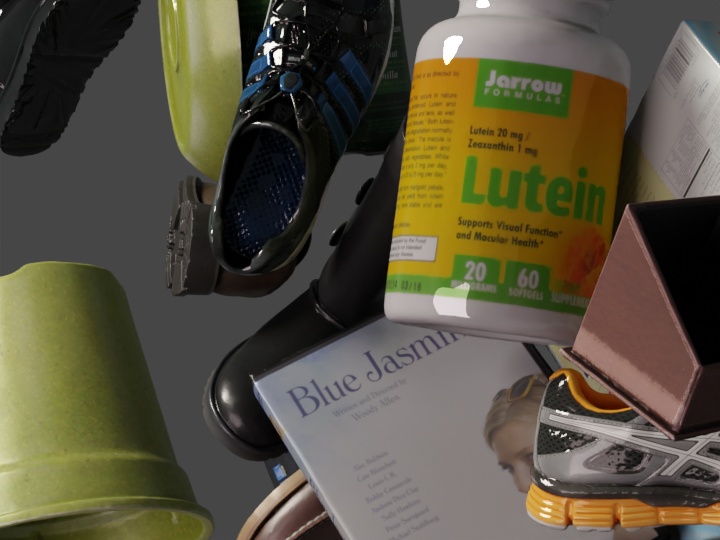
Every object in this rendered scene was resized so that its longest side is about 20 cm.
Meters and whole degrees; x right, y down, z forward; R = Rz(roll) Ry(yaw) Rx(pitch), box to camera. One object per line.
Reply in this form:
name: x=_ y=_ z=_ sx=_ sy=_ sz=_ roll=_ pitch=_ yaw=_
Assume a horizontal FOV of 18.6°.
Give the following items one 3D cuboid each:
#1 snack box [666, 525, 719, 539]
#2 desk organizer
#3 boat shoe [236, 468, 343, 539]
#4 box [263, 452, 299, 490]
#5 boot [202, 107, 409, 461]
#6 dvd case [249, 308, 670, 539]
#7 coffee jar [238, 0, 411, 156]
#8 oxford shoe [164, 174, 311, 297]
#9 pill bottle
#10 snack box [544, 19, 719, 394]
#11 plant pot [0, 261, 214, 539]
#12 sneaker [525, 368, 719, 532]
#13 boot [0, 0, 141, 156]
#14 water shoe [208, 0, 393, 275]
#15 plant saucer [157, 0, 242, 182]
snack box: x=0.205 y=0.180 z=1.105 sx=0.200 sy=0.037 sz=0.116 roll=18 pitch=108 yaw=45
desk organizer: x=0.191 y=0.013 z=0.983 sx=0.072 sy=0.200 sz=0.077 roll=39 pitch=122 yaw=37
boat shoe: x=0.029 y=0.118 z=1.186 sx=0.070 sy=0.200 sz=0.070 roll=49 pitch=166 yaw=35
box: x=0.034 y=0.164 z=1.297 sx=0.160 sy=0.044 sz=0.200 roll=-37 pitch=70 yaw=45
boot: x=0.000 y=-0.001 z=1.226 sx=0.066 sy=0.165 sz=0.200 roll=38 pitch=128 yaw=2
dvd case: x=0.049 y=0.099 z=1.144 sx=0.200 sy=0.143 sz=0.018 roll=56 pitch=167 yaw=33
coffee jar: x=-0.025 y=-0.166 z=1.272 sx=0.104 sy=0.085 sz=0.200 roll=4 pitch=101 yaw=46
oxford shoe: x=-0.076 y=-0.014 z=1.343 sx=0.200 sy=0.084 sz=0.073 roll=-133 pitch=49 yaw=-75
pill bottle: x=0.078 y=-0.066 z=1.118 sx=0.111 sy=0.111 sz=0.200 roll=4 pitch=85 yaw=47
snack box: x=0.160 y=-0.012 z=1.112 sx=0.200 sy=0.037 sz=0.116 roll=-66 pitch=34 yaw=32
plant pot: x=-0.211 y=0.101 z=1.467 sx=0.200 sy=0.200 sz=0.184 roll=-33 pitch=61 yaw=46
sneaker: x=0.177 y=0.082 z=1.052 sx=0.200 sy=0.078 sz=0.077 roll=-3 pitch=92 yaw=10
boot: x=-0.236 y=-0.194 z=1.514 sx=0.163 sy=0.073 sz=0.198 roll=59 pitch=134 yaw=27
water shoe: x=-0.030 y=-0.090 z=1.189 sx=0.071 sy=0.079 sz=0.200 roll=16 pitch=98 yaw=2
plant saucer: x=-0.100 y=-0.148 z=1.324 sx=0.200 sy=0.031 sz=0.200 roll=175 pitch=90 yaw=-79
